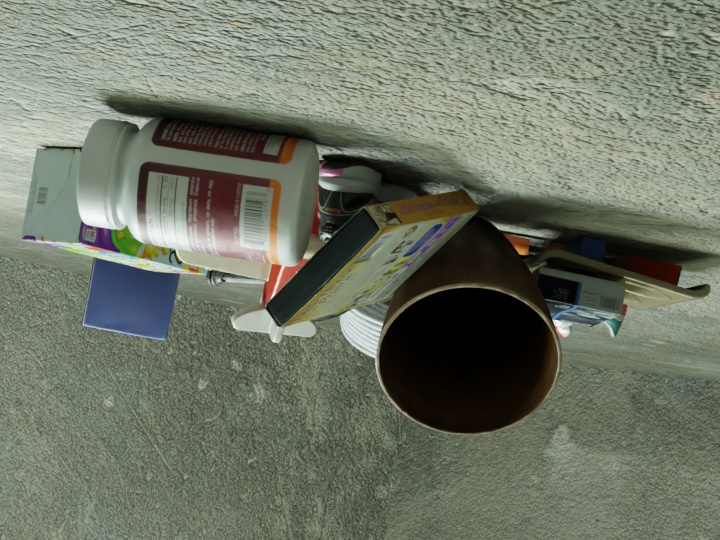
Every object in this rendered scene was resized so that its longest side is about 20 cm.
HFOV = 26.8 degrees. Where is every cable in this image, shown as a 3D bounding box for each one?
[{"bbox_3d":[0.068,0.046,1.858,0.197,0.070,0.201,6,-151,-1],"label":"cable"}]

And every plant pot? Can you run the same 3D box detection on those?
[{"bbox_3d":[0.112,0.034,1.579,0.185,0.188,0.201,10,-146,-3],"label":"plant pot"}]

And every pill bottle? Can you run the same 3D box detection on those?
[{"bbox_3d":[-0.143,-0.073,1.344,0.198,0.116,0.114,9,175,7],"label":"pill bottle"}]

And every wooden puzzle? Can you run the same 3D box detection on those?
[{"bbox_3d":[0.275,0.000,1.706,0.198,0.047,0.185,12,174,-6],"label":"wooden puzzle"}]

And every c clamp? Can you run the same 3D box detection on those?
[{"bbox_3d":[-0.113,0.006,1.888,0.198,0.027,0.170,4,-171,34],"label":"c clamp"}]

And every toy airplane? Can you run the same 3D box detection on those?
[{"bbox_3d":[-0.076,-0.019,1.650,0.197,0.142,0.200,-21,144,16],"label":"toy airplane"}]

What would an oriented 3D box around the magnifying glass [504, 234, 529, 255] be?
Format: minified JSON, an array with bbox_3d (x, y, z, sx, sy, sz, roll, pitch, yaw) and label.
[{"bbox_3d":[0.095,-0.044,1.729,0.198,0.023,0.080,9,175,-2],"label":"magnifying glass"}]

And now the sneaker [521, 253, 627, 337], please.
[{"bbox_3d":[0.229,0.034,1.837,0.197,0.095,0.070,7,-170,6],"label":"sneaker"}]

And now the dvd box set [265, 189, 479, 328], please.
[{"bbox_3d":[0.014,-0.013,1.413,0.146,0.030,0.199,-45,165,28],"label":"dvd box set"}]

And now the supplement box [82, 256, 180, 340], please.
[{"bbox_3d":[-0.287,-0.008,1.925,0.108,0.111,0.200,11,-160,-11],"label":"supplement box"}]

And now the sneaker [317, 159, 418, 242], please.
[{"bbox_3d":[-0.003,-0.050,1.491,0.079,0.087,0.200,9,175,23],"label":"sneaker"}]

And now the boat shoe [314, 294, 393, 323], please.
[{"bbox_3d":[0.000,0.000,1.772,0.199,0.073,0.075,-21,-160,-32],"label":"boat shoe"}]

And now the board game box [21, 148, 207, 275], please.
[{"bbox_3d":[-0.268,-0.064,1.713,0.102,0.106,0.199,5,173,38],"label":"board game box"}]

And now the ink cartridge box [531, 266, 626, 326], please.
[{"bbox_3d":[0.228,0.033,1.696,0.098,0.040,0.200,11,174,0],"label":"ink cartridge box"}]
